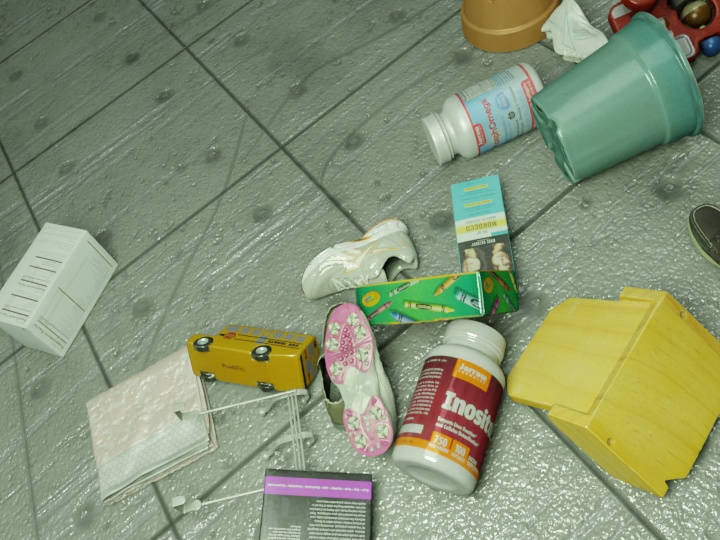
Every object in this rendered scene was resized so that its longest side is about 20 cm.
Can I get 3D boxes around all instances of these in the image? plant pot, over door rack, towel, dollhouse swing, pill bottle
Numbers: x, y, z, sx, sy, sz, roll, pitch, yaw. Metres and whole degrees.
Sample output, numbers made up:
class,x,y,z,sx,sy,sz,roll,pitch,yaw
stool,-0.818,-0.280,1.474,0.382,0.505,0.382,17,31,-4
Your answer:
class,x,y,z,sx,sy,sz,roll,pitch,yaw
plant pot,0.375,-0.246,1.048,0.193,0.201,0.203,-28,51,9
over door rack,-0.161,0.252,0.968,0.195,0.067,0.150,-6,53,-9
towel,-0.330,0.236,1.079,0.197,0.032,0.193,-28,51,0
dollhouse swing,0.322,0.147,0.887,0.181,0.176,0.201,41,72,-6
plant pot,0.279,-0.539,1.311,0.195,0.141,0.204,-10,53,13
pill bottle,0.208,-0.259,1.164,0.196,0.109,0.110,-25,51,3
pill bottle,0.122,0.172,0.896,0.111,0.114,0.203,9,61,26

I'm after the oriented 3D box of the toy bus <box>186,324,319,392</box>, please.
class,x,y,z,sx,sy,sz,roll,pitch,yaw
toy bus,-0.165,0.130,1.053,0.195,0.067,0.078,5,29,24

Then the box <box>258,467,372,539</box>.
class,x,y,z,sx,sy,sz,roll,pitch,yaw
box,-0.058,0.353,0.853,0.139,0.036,0.204,4,59,-2

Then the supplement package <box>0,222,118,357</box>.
class,x,y,z,sx,sy,sz,roll,pitch,yaw
supplement package,-0.554,0.033,1.252,0.107,0.115,0.203,10,60,24

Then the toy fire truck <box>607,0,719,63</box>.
class,x,y,z,sx,sy,sz,roll,pitch,yaw
toy fire truck,0.525,-0.422,1.170,0.196,0.112,0.172,-20,78,5

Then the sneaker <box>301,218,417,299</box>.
class,x,y,z,sx,sy,sz,roll,pitch,yaw
sneaker,0.000,0.000,1.090,0.197,0.076,0.093,-30,56,1

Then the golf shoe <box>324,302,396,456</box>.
class,x,y,z,sx,sy,sz,roll,pitch,yaw
golf shoe,0.003,0.147,0.942,0.074,0.091,0.205,-15,77,16

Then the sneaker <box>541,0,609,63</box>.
class,x,y,z,sx,sy,sz,roll,pitch,yaw
sneaker,0.393,-0.395,1.223,0.080,0.070,0.203,-39,52,20

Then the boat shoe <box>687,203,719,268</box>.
class,x,y,z,sx,sy,sz,roll,pitch,yaw
boat shoe,0.509,-0.025,0.913,0.072,0.065,0.202,-28,51,2

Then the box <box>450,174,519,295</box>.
class,x,y,z,sx,sy,sz,roll,pitch,yaw
box,0.189,-0.049,1.064,0.080,0.049,0.204,-11,54,14

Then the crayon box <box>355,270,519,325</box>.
class,x,y,z,sx,sy,sz,roll,pitch,yaw
crayon box,0.104,0.039,0.956,0.196,0.118,0.060,-8,86,36

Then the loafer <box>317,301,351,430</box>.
class,x,y,z,sx,sy,sz,roll,pitch,yaw
loafer,-0.023,0.126,1.011,0.073,0.070,0.204,-13,53,11
